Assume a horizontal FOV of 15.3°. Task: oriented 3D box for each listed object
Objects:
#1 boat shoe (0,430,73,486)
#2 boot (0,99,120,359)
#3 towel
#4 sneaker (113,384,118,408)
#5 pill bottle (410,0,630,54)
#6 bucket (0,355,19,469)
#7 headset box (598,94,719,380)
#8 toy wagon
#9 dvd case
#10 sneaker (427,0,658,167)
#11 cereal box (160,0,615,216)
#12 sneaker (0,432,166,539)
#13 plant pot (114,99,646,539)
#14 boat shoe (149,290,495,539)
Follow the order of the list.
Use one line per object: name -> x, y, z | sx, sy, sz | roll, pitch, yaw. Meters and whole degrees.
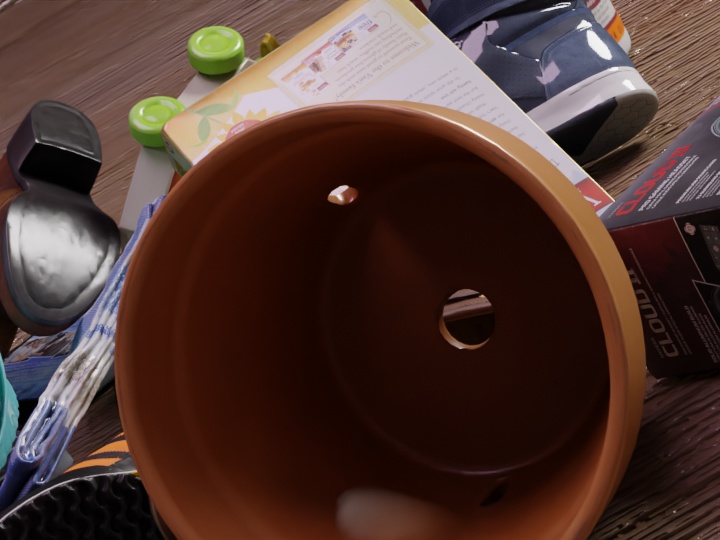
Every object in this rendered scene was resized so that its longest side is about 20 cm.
boat shoe -> -0.235, 0.104, 1.455 | 0.199, 0.068, 0.074 | -10, 25, 50
boot -> -0.208, 0.030, 1.501 | 0.200, 0.068, 0.189 | -58, 29, 30
towel -> -0.148, 0.067, 1.316 | 0.147, 0.024, 0.200 | -57, 6, 45
sneaker -> -0.091, 0.008, 1.420 | 0.074, 0.088, 0.200 | -21, 10, 24
pill bottle -> 0.069, -0.193, 1.592 | 0.114, 0.201, 0.114 | -27, 16, 8
bucket -> -0.273, 0.063, 1.295 | 0.206, 0.135, 0.208 | -25, 32, 17
headset box -> 0.198, -0.034, 1.090 | 0.199, 0.077, 0.149 | -10, 25, 47
toy wagon -> -0.080, -0.064, 1.538 | 0.039, 0.156, 0.200 | 17, 47, 19
dvd case -> -0.149, 0.031, 1.625 | 0.200, 0.018, 0.142 | -41, 18, -33
sneaker -> 0.039, -0.099, 1.444 | 0.202, 0.147, 0.077 | -26, -23, -7
cereal box -> 0.015, -0.039, 1.294 | 0.144, 0.040, 0.200 | -33, 57, -13
sneaker -> -0.100, 0.107, 1.219 | 0.200, 0.070, 0.090 | -31, 8, -20
plant pot -> 0.022, 0.029, 1.034 | 0.199, 0.201, 0.140 | -24, 0, 21
boat shoe -> -0.002, 0.059, 1.169 | 0.200, 0.072, 0.068 | -31, 13, -15
